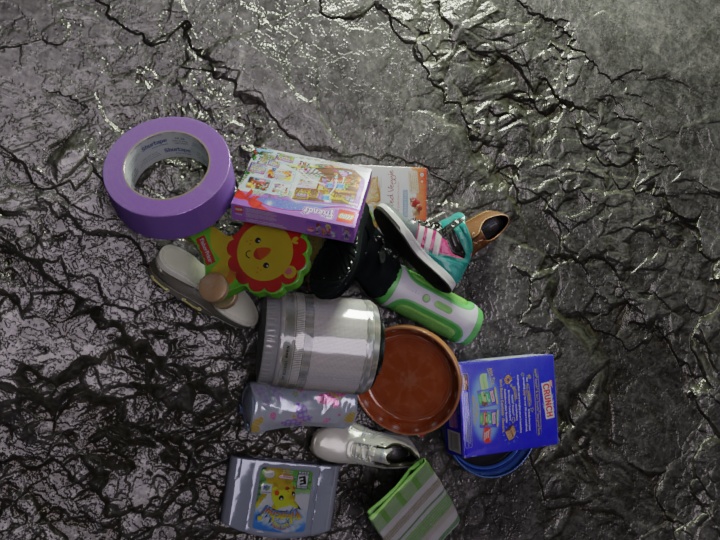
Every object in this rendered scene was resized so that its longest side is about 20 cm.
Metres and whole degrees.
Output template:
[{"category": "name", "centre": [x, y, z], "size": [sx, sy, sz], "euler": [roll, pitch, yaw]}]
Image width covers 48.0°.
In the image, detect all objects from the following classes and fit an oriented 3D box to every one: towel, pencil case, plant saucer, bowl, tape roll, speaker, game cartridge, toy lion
[{"category": "towel", "centre": [0.097, 0.441, 1.452], "size": [0.149, 0.031, 0.200], "euler": [-42, 128, -19]}, {"category": "pencil case", "centre": [-0.105, 0.232, 1.396], "size": [0.199, 0.083, 0.091], "euler": [-1, 71, -21]}, {"category": "plant saucer", "centre": [0.084, 0.193, 1.441], "size": [0.200, 0.032, 0.201], "euler": [4, 102, 19]}, {"category": "bowl", "centre": [0.245, 0.291, 1.546], "size": [0.200, 0.039, 0.201], "euler": [0, 89, -20]}, {"category": "tape roll", "centre": [-0.303, -0.149, 1.291], "size": [0.199, 0.066, 0.201], "euler": [0, 59, 1]}, {"category": "speaker", "centre": [0.124, 0.062, 1.483], "size": [0.200, 0.088, 0.089], "euler": [28, 80, -17]}, {"category": "game cartridge", "centre": [-0.139, 0.396, 1.406], "size": [0.199, 0.040, 0.134], "euler": [9, 89, -19]}, {"category": "toy lion", "centre": [-0.181, -0.040, 1.300], "size": [0.191, 0.069, 0.200], "euler": [-27, 72, 0]}]

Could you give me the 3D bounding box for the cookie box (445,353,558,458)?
[{"category": "cookie box", "centre": [0.259, 0.246, 1.491], "size": [0.199, 0.075, 0.172], "euler": [-3, 89, -20]}]

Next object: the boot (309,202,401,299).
[{"category": "boot", "centre": [0.000, 0.000, 1.347], "size": [0.168, 0.076, 0.201], "euler": [55, 43, -44]}]

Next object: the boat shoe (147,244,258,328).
[{"category": "boat shoe", "centre": [-0.263, 0.036, 1.358], "size": [0.202, 0.060, 0.072], "euler": [38, 39, -17]}]

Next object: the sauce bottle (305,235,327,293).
[{"category": "sauce bottle", "centre": [-0.060, -0.061, 1.375], "size": [0.066, 0.066, 0.201], "euler": [-1, 97, -20]}]

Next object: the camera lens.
[{"category": "camera lens", "centre": [-0.067, 0.121, 1.351], "size": [0.199, 0.160, 0.161], "euler": [7, 86, -11]}]

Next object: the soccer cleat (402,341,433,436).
[{"category": "soccer cleat", "centre": [0.102, 0.207, 1.488], "size": [0.085, 0.069, 0.201], "euler": [7, 106, 20]}]

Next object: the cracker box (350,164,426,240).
[{"category": "cracker box", "centre": [0.020, -0.121, 1.465], "size": [0.199, 0.058, 0.134], "euler": [-1, 91, -19]}]

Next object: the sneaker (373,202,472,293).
[{"category": "sneaker", "centre": [0.126, -0.070, 1.433], "size": [0.200, 0.084, 0.121], "euler": [46, 71, -9]}]

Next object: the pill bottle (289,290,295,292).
[{"category": "pill bottle", "centre": [-0.145, -0.067, 1.379], "size": [0.106, 0.106, 0.201], "euler": [11, 84, -19]}]

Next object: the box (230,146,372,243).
[{"category": "box", "centre": [-0.092, -0.123, 1.293], "size": [0.199, 0.039, 0.137], "euler": [12, 50, 5]}]

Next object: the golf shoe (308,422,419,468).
[{"category": "golf shoe", "centre": [0.012, 0.312, 1.431], "size": [0.199, 0.097, 0.079], "euler": [8, 87, -18]}]

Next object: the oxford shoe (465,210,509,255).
[{"category": "oxford shoe", "centre": [0.196, -0.055, 1.523], "size": [0.200, 0.071, 0.071], "euler": [-37, 102, -16]}]
